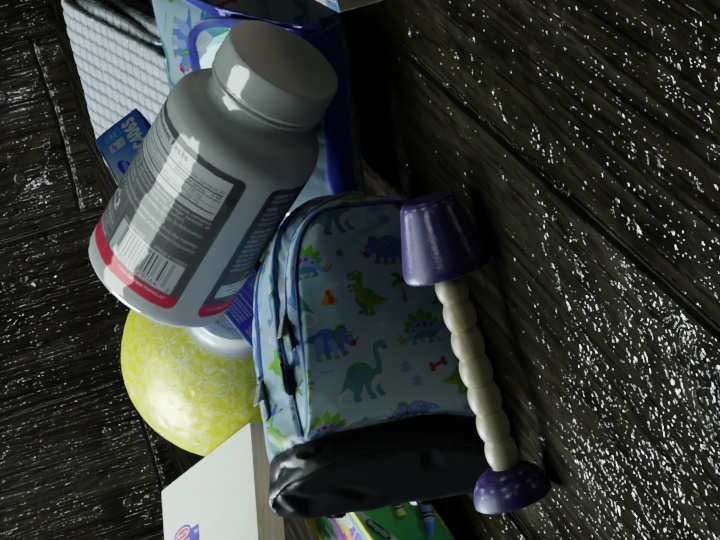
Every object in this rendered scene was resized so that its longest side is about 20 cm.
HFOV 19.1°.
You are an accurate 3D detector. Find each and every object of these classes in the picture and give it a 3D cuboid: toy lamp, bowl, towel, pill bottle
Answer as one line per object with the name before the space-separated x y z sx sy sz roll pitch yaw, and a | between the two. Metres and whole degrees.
toy lamp | 0.069 0.049 1.337 0.058 0.058 0.201 -149 41 -73
bowl | -0.104 0.047 1.801 0.108 0.199 0.201 96 154 -60
towel | -0.157 -0.147 1.756 0.200 0.085 0.166 30 137 50
pill bottle | -0.096 -0.067 1.452 0.200 0.110 0.111 -57 42 30

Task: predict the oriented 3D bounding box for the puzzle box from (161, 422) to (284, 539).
puzzle box | -0.115 0.218 1.766 0.200 0.025 0.134 -39 51 56

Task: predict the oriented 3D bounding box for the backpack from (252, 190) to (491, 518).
backpack | 0.002 0.047 1.447 0.154 0.163 0.201 102 160 -53

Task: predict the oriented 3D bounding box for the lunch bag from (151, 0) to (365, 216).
lunch bag | -0.063 -0.130 1.554 0.200 0.127 0.171 36 142 49

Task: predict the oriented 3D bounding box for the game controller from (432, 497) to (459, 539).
game controller | 0.046 0.158 1.688 0.104 0.042 0.200 43 153 39

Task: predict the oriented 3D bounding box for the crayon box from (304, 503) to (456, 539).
crayon box | 0.012 0.201 1.679 0.200 0.058 0.119 55 158 18

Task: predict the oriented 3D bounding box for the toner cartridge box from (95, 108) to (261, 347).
toner cartridge box | -0.123 -0.026 1.655 0.200 0.043 0.095 53 -179 -34

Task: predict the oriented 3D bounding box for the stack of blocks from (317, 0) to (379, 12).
stack of blocks | -0.025 -0.236 1.338 0.200 0.058 0.116 -137 31 -68

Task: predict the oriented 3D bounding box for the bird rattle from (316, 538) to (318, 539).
bird rattle | -0.030 0.257 1.833 0.163 0.199 0.113 -54 51 46

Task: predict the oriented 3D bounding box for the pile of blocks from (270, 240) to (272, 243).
pile of blocks | 0.000 0.000 1.628 0.062 0.082 0.200 -54 50 20
